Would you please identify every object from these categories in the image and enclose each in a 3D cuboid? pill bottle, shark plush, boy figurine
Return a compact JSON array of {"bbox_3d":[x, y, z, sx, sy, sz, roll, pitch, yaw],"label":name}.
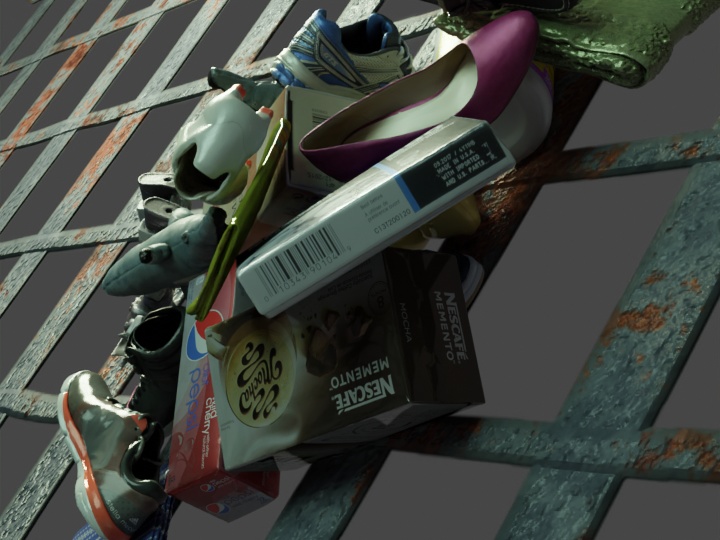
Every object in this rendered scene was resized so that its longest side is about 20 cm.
[{"bbox_3d":[0.114,-0.184,1.320,0.104,0.104,0.201,-31,30,30],"label":"pill bottle"},{"bbox_3d":[-0.151,-0.007,1.305,0.083,0.092,0.200,-9,2,-27],"label":"shark plush"},{"bbox_3d":[0.038,-0.057,1.305,0.124,0.064,0.200,-48,21,-4],"label":"boy figurine"},{"bbox_3d":[-0.045,-0.163,1.451,0.091,0.198,0.084,-119,41,-75],"label":"shark plush"}]

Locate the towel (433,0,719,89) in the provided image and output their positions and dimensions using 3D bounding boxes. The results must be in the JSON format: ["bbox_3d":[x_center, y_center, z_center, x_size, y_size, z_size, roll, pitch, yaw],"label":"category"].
[{"bbox_3d":[0.173,-0.207,1.224,0.199,0.037,0.148,20,49,34],"label":"towel"}]

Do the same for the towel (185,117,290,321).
[{"bbox_3d":[-0.089,-0.043,1.163,0.200,0.018,0.087,-72,4,-63],"label":"towel"}]

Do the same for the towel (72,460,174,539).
[{"bbox_3d":[-0.209,0.260,1.289,0.144,0.024,0.201,-37,25,25],"label":"towel"}]

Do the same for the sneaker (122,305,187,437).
[{"bbox_3d":[-0.185,0.092,1.399,0.199,0.099,0.071,-30,32,36],"label":"sneaker"}]

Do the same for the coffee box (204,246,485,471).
[{"bbox_3d":[-0.016,0.069,1.131,0.199,0.079,0.114,-24,70,41],"label":"coffee box"}]

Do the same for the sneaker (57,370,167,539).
[{"bbox_3d":[-0.201,0.149,1.334,0.082,0.077,0.201,-33,41,6],"label":"sneaker"}]

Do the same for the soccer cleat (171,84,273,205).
[{"bbox_3d":[-0.120,-0.082,1.211,0.078,0.069,0.200,-54,4,-18],"label":"soccer cleat"}]

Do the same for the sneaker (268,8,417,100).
[{"bbox_3d":[0.020,-0.173,1.355,0.077,0.199,0.086,47,117,41],"label":"sneaker"}]

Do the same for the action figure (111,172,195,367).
[{"bbox_3d":[-0.190,0.012,1.482,0.131,0.069,0.201,-78,-1,-53],"label":"action figure"}]

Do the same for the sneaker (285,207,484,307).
[{"bbox_3d":[0.000,0.000,1.225,0.199,0.108,0.070,-12,42,51],"label":"sneaker"}]

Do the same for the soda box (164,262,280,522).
[{"bbox_3d":[-0.103,0.092,1.247,0.063,0.070,0.201,-27,46,34],"label":"soda box"}]

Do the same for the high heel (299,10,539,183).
[{"bbox_3d":[0.044,-0.136,1.182,0.200,0.095,0.068,-38,52,35],"label":"high heel"}]

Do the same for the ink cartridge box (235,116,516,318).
[{"bbox_3d":[0.002,-0.043,1.111,0.197,0.044,0.200,-32,6,-2],"label":"ink cartridge box"}]

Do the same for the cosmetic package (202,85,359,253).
[{"bbox_3d":[-0.064,-0.060,1.345,0.200,0.087,0.104,132,141,-52],"label":"cosmetic package"}]

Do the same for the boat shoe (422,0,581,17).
[{"bbox_3d":[0.078,-0.226,1.193,0.199,0.072,0.065,23,64,29],"label":"boat shoe"}]
